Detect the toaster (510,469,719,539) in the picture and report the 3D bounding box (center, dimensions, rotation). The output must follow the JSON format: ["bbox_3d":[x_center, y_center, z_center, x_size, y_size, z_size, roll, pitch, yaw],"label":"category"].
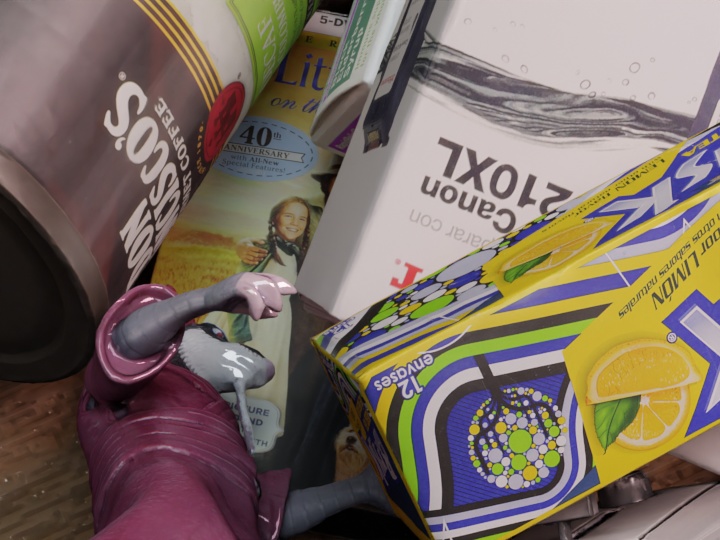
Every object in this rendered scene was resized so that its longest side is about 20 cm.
[{"bbox_3d":[0.086,0.161,0.831,0.113,0.129,0.202,-12,85,23],"label":"toaster"}]

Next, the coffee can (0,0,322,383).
[{"bbox_3d":[-0.103,-0.085,0.957,0.146,0.147,0.201,25,60,12],"label":"coffee can"}]

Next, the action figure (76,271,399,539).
[{"bbox_3d":[-0.058,0.081,0.888,0.148,0.134,0.200,-29,32,8],"label":"action figure"}]

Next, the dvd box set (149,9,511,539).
[{"bbox_3d":[0.000,0.000,1.012,0.145,0.029,0.201,12,59,3],"label":"dvd box set"}]

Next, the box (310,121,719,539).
[{"bbox_3d":[0.091,0.006,0.814,0.199,0.070,0.065,-28,103,-7],"label":"box"}]

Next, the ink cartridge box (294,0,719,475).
[{"bbox_3d":[0.083,-0.054,0.887,0.144,0.084,0.201,21,92,-10],"label":"ink cartridge box"}]

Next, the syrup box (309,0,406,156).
[{"bbox_3d":[0.090,-0.054,0.980,0.199,0.081,0.079,22,74,-11],"label":"syrup box"}]
